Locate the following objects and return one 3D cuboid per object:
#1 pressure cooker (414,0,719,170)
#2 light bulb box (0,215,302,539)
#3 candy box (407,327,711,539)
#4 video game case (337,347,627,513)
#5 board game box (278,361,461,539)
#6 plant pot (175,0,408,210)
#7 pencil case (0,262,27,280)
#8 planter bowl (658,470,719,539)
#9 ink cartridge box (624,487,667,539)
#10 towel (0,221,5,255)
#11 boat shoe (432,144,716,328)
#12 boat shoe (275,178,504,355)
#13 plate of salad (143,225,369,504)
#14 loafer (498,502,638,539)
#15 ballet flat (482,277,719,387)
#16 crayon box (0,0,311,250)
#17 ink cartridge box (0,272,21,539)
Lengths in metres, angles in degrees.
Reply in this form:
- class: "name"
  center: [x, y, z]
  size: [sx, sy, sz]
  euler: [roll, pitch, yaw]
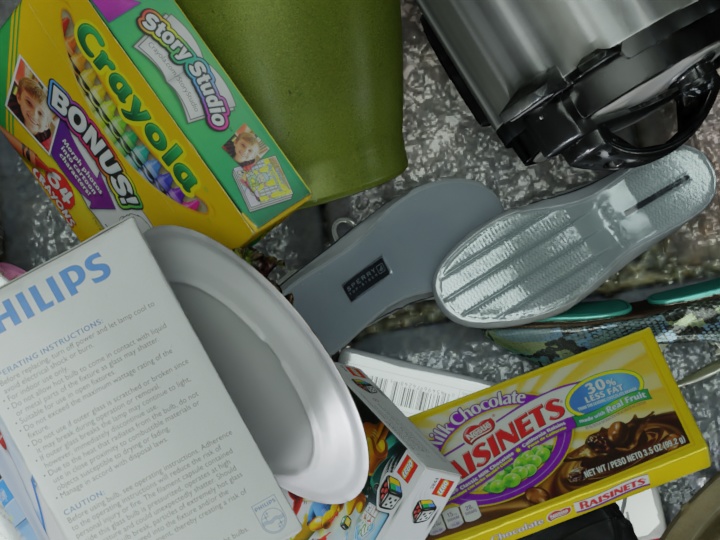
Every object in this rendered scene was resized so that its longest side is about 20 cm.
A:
- class: "pressure cooker"
  center: [0.139, -0.157, 1.484]
  size: [0.176, 0.179, 0.200]
  euler: [-32, 87, -4]
- class: "light bulb box"
  center: [-0.149, 0.099, 1.376]
  size: [0.125, 0.198, 0.200]
  euler: [-28, 86, -16]
- class: "candy box"
  center: [0.105, 0.111, 1.461]
  size: [0.200, 0.026, 0.102]
  euler: [-21, 49, -1]
- class: "video game case"
  center: [0.064, 0.159, 1.505]
  size: [0.200, 0.022, 0.182]
  euler: [13, 85, 2]
- class: "board game box"
  center: [-0.027, 0.172, 1.453]
  size: [0.035, 0.126, 0.200]
  euler: [18, 107, -39]
- class: "plant pot"
  center: [-0.054, -0.138, 1.493]
  size: [0.200, 0.200, 0.193]
  euler: [-15, 99, 0]
- class: "pencil case"
  center: [-0.167, 0.058, 1.527]
  size: [0.200, 0.083, 0.087]
  euler: [16, 53, 2]
- class: "planter bowl"
  center: [0.260, 0.191, 1.447]
  size: [0.135, 0.200, 0.200]
  euler: [43, 89, -4]
- class: "ink cartridge box"
  center: [0.100, 0.187, 1.535]
  size: [0.200, 0.045, 0.176]
  euler: [-12, 86, 1]
- class: "towel"
  center: [-0.322, -0.077, 1.514]
  size: [0.165, 0.086, 0.200]
  euler: [-17, 65, 8]
- class: "boat shoe"
  center: [0.138, -0.015, 1.524]
  size: [0.200, 0.067, 0.074]
  euler: [-23, 84, -8]
- class: "boat shoe"
  center: [0.002, 0.005, 1.530]
  size: [0.202, 0.086, 0.075]
  euler: [-35, 103, -30]
- class: "plate of salad"
  center: [-0.061, 0.052, 1.401]
  size: [0.048, 0.200, 0.200]
  euler: [-38, 87, -28]
- class: "loafer"
  center: [0.076, 0.197, 1.464]
  size: [0.200, 0.068, 0.070]
  euler: [-21, 51, 2]
- class: "ballet flat"
  center: [0.181, 0.046, 1.530]
  size: [0.200, 0.074, 0.074]
  euler: [-9, 87, 3]
- class: "crayon box"
  center: [-0.140, -0.084, 1.441]
  size: [0.058, 0.173, 0.200]
  euler: [-35, 89, -33]
- class: "ink cartridge box"
  center: [-0.217, 0.125, 1.483]
  size: [0.200, 0.044, 0.174]
  euler: [40, 75, -2]
